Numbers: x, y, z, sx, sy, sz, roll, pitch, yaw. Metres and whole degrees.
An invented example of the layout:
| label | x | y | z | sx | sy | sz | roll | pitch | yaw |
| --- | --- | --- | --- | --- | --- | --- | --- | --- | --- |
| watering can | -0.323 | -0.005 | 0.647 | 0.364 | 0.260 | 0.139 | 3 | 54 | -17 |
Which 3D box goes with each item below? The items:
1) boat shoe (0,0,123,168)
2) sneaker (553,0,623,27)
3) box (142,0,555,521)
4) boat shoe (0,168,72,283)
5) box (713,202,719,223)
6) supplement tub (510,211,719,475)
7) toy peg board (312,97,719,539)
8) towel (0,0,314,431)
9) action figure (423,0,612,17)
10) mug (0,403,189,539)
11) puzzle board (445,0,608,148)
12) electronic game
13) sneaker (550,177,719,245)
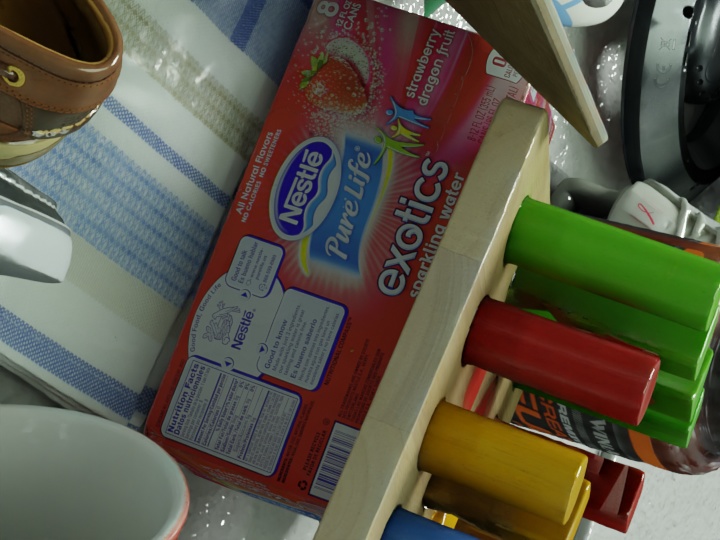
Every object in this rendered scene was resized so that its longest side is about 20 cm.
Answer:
| label | x | y | z | sx | sy | sz | roll | pitch | yaw |
| --- | --- | --- | --- | --- | --- | --- | --- | --- | --- |
| boat shoe | -0.141 | -0.118 | 0.564 | 0.200 | 0.067 | 0.072 | 48 | 57 | -16 |
| sneaker | 0.087 | -0.170 | 0.929 | 0.200 | 0.072 | 0.072 | 41 | 66 | -54 |
| box | 0.000 | 0.000 | 0.821 | 0.096 | 0.099 | 0.202 | 57 | 53 | -73 |
| boat shoe | -0.160 | -0.048 | 0.615 | 0.199 | 0.068 | 0.057 | 28 | 74 | -46 |
| box | 0.238 | -0.057 | 1.141 | 0.200 | 0.047 | 0.123 | -45 | 155 | -66 |
| supplement tub | 0.122 | 0.032 | 0.936 | 0.107 | 0.199 | 0.108 | -23 | 119 | -48 |
| toy peg board | 0.066 | 0.076 | 0.769 | 0.200 | 0.097 | 0.200 | 76 | 35 | -65 |
| towel | -0.090 | -0.049 | 0.761 | 0.147 | 0.024 | 0.201 | 40 | 68 | -53 |
| action figure | 0.053 | -0.182 | 0.816 | 0.201 | 0.117 | 0.055 | 61 | 12 | -46 |
| mug | -0.114 | 0.160 | 0.714 | 0.177 | 0.133 | 0.202 | -23 | 123 | -47 |
| puzzle board | 0.019 | -0.148 | 0.742 | 0.017 | 0.200 | 0.151 | -36 | 137 | -3 |
| electronic game | 0.191 | -0.132 | 1.114 | 0.200 | 0.041 | 0.202 | -40 | 138 | -49 |
| sneaker | 0.163 | 0.002 | 0.999 | 0.078 | 0.199 | 0.100 | -54 | 130 | -19 |
